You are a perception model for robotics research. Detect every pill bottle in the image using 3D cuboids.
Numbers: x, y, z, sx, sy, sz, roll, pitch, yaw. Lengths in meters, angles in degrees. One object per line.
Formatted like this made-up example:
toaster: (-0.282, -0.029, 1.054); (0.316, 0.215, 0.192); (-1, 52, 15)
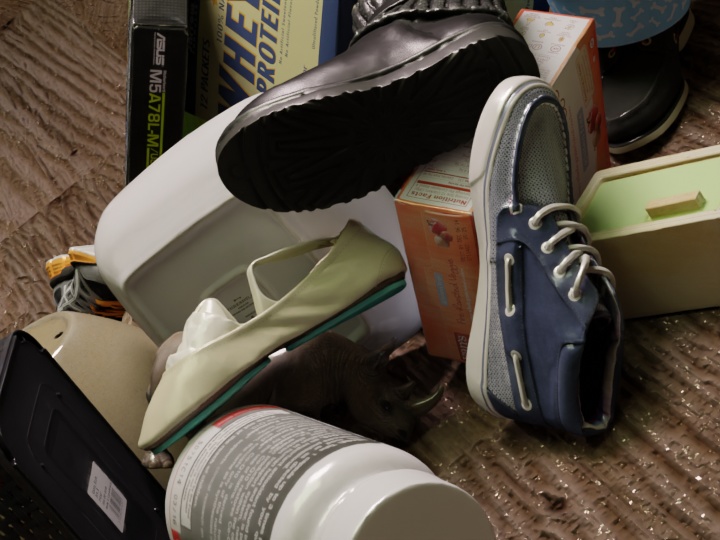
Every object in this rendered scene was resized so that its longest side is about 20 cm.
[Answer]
pill bottle: (-0.019, 0.144, 0.970); (0.114, 0.114, 0.200); (-45, 24, -18)

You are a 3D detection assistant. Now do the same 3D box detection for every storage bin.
storage bin: (-0.192, 0.155, 1.080); (0.093, 0.200, 0.136); (-32, 24, 13)

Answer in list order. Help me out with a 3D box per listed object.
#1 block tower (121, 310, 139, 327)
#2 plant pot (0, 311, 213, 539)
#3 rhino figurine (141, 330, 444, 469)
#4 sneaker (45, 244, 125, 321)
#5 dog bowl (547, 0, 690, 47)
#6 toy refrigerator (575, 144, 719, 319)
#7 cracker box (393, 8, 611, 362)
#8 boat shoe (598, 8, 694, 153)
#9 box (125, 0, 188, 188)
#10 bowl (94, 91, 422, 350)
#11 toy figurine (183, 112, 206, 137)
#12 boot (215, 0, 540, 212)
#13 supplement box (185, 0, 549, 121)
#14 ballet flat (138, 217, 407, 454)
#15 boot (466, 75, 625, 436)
block tower: (-0.124, -0.010, 1.362); (0.201, 0.054, 0.058); (-59, 18, 22)
plant pot: (-0.202, 0.109, 1.264); (0.199, 0.135, 0.201); (-30, 24, 15)
rhino figurine: (-0.045, 0.078, 1.120); (0.198, 0.088, 0.060); (-3, 5, 13)
sneaker: (-0.212, 0.018, 1.482); (0.078, 0.078, 0.200); (-4, -6, -21)
dog bowl: (0.191, -0.225, 1.281); (0.110, 0.050, 0.201); (-8, 32, 19)
toy refrigerator: (0.213, -0.030, 1.023); (0.199, 0.070, 0.076); (-10, 35, 46)
cracker box: (0.098, -0.054, 1.137); (0.057, 0.135, 0.201); (13, 49, 27)
boat shoe: (0.200, -0.158, 1.287); (0.073, 0.063, 0.202); (-16, 33, 29)
box: (-0.154, -0.162, 1.335); (0.047, 0.201, 0.194); (3, 43, -6)
bowl: (-0.066, 0.006, 1.167); (0.199, 0.200, 0.075); (-33, 17, 26)
toy figurine: (-0.077, -0.062, 1.438); (0.201, 0.150, 0.184); (-58, 35, 0)
boot: (0.002, -0.125, 1.101); (0.209, 0.080, 0.158); (-19, 37, -1)
supplement box: (0.001, -0.169, 1.326); (0.198, 0.136, 0.199); (-10, 24, -36)
ballet flat: (-0.063, 0.033, 1.068); (0.199, 0.070, 0.069); (-34, 22, -18)
boot: (0.114, -0.008, 1.009); (0.072, 0.202, 0.090); (-6, 11, -38)
